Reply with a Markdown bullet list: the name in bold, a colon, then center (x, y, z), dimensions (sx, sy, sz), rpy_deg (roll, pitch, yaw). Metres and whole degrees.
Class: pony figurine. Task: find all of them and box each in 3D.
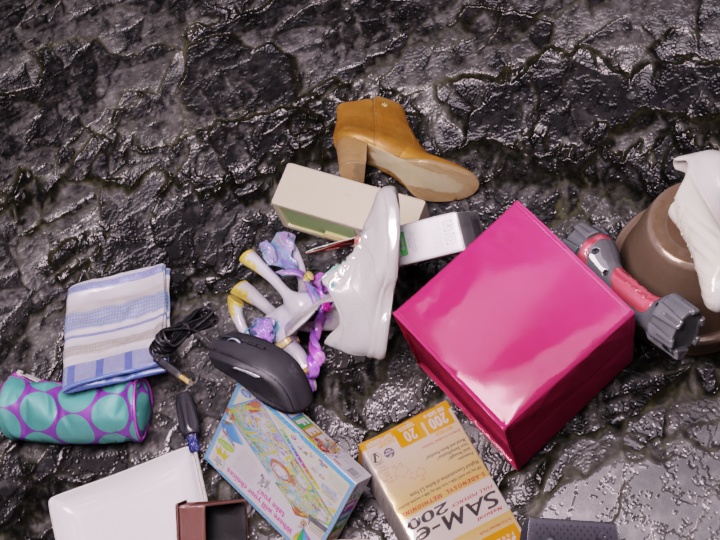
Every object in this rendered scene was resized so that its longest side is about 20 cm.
- **pony figurine**: center (-0.075, 0.051, 1.581), dimensions (0.193, 0.166, 0.201), rpy_deg (-46, 66, 25)

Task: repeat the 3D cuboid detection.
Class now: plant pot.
- **plant pot**: center (0.396, -0.021, 1.491), dimensions (0.198, 0.175, 0.203), rpy_deg (-4, 65, 9)

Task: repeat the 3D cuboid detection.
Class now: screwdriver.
- **screwdriver**: center (-0.201, 0.239, 1.547), dimensions (0.028, 0.029, 0.201), rpy_deg (-3, 53, -24)

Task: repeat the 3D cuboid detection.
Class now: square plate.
- **square plate**: center (-0.275, 0.344, 1.545), dimensions (0.198, 0.028, 0.200), rpy_deg (-20, 64, 2)

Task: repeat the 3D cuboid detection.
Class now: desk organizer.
- **desk organizer**: center (-0.170, 0.371, 1.458), dimensions (0.076, 0.072, 0.203), rpy_deg (-3, 83, 0)

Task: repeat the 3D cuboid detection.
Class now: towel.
- **towel**: center (-0.318, 0.072, 1.625), dimensions (0.145, 0.024, 0.201), rpy_deg (-13, 40, 1)

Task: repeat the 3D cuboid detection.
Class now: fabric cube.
- **fabric cube**: center (0.186, 0.082, 1.474), dimensions (0.199, 0.200, 0.196), rpy_deg (-42, 67, -6)

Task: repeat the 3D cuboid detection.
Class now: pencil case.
- **pencil case**: center (-0.368, 0.175, 1.603), dimensions (0.197, 0.085, 0.094), rpy_deg (0, 99, 10)

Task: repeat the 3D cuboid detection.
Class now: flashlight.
- **flashlight**: center (0.311, 0.017, 1.430), dimensions (0.068, 0.068, 0.200), rpy_deg (-44, 42, -4)

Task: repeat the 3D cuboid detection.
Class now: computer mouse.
- **computer mouse**: center (-0.153, 0.108, 1.485), dimensions (0.199, 0.046, 0.140), rpy_deg (35, 34, 19)

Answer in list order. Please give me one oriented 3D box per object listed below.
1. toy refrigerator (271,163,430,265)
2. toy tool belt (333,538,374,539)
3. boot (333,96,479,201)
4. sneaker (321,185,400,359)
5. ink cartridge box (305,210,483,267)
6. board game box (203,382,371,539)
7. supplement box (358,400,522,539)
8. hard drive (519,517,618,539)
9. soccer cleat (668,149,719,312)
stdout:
- **toy refrigerator**: center (-0.012, -0.072, 1.646), dimensions (0.198, 0.076, 0.071), rpy_deg (16, 71, 17)
- **toy tool belt**: center (-0.041, 0.371, 1.412), dimensions (0.198, 0.123, 0.126), rpy_deg (-14, 76, 20)
- **boot**: center (0.062, -0.172, 1.681), dimensions (0.199, 0.071, 0.145), rpy_deg (9, 47, -6)
- **sneaker**: center (0.000, 0.000, 1.435), dimensions (0.087, 0.075, 0.203), rpy_deg (8, 98, 3)
- **ink cartridge box**: center (0.044, -0.027, 1.524), dimensions (0.198, 0.109, 0.051), rpy_deg (-15, 89, 19)
- **board game box**: center (-0.092, 0.237, 1.509), dimensions (0.200, 0.034, 0.135), rpy_deg (40, 119, 23)
- **supplement box**: center (0.095, 0.273, 1.466), dimensions (0.125, 0.074, 0.201), rpy_deg (-25, 64, -14)
- **hard drive**: center (0.232, 0.381, 1.386), dimensions (0.133, 0.042, 0.203), rpy_deg (8, 72, -25)
- **soccer cleat**: center (0.378, -0.043, 1.374), dimensions (0.077, 0.069, 0.202), rpy_deg (0, 60, 16)
